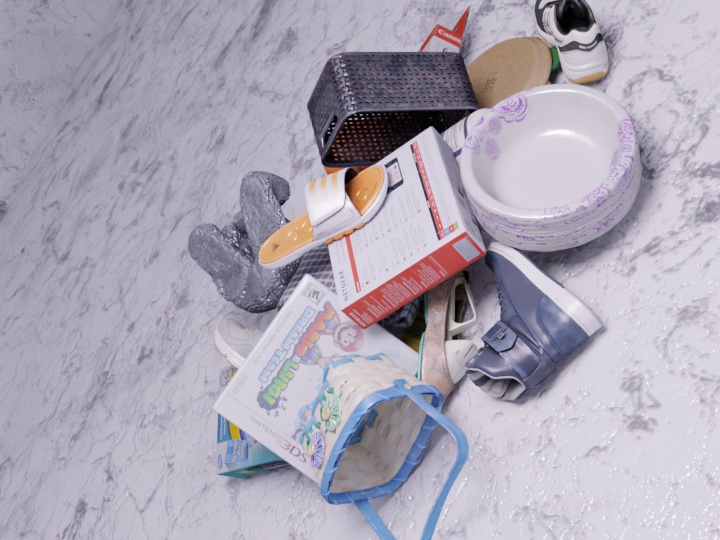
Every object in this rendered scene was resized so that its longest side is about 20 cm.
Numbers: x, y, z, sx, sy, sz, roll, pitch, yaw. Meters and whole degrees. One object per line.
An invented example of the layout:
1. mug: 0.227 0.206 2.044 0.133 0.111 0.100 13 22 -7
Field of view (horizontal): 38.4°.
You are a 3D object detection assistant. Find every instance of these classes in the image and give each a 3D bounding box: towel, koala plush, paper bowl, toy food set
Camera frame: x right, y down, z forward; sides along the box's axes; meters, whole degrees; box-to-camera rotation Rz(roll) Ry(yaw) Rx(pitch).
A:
1. towel: 0.000 0.000 1.351 0.199 0.086 0.166 -5 45 42
2. koala plush: -0.113 -0.016 1.517 0.177 0.200 0.184 -42 64 18
3. towel: 0.059 0.124 1.298 0.086 0.018 0.201 8 66 56
4. paper bowl: 0.220 -0.109 1.187 0.199 0.105 0.202 -10 53 14
5. toy food set: 0.196 -0.248 1.451 0.199 0.049 0.199 -20 44 43

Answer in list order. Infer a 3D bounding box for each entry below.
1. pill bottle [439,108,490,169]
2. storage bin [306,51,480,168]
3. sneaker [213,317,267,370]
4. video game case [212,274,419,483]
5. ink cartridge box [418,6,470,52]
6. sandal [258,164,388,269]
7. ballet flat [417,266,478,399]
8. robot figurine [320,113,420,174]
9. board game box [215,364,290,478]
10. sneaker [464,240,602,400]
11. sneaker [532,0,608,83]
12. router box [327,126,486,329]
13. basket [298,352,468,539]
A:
1. pill bottle: 0.148 -0.141 1.348 0.199 0.111 0.111 -30 38 33
2. storage bin: 0.043 -0.214 1.378 0.135 0.199 0.094 125 135 -57
3. sneaker: -0.112 0.105 1.343 0.200 0.076 0.092 37 97 40
4. video game case: -0.050 0.137 1.257 0.201 0.182 0.024 -55 4 -2
5. ink cartridge box: 0.109 -0.316 1.596 0.109 0.050 0.201 131 159 -58
6. sandal: -0.058 -0.070 1.271 0.206 0.059 0.079 -32 41 20
7. ballet flat: 0.106 0.076 1.233 0.067 0.068 0.201 -6 60 19
8. robot figurine: 0.025 -0.170 1.538 0.199 0.143 0.117 -8 70 50
9. board game box: -0.118 0.189 1.399 0.199 0.047 0.152 -22 61 42
10. sneaker: 0.162 0.057 1.169 0.146 0.077 0.202 -48 33 4
11. sneaker: 0.280 -0.335 1.370 0.075 0.088 0.201 -18 42 1
12. router box: 0.045 -0.055 1.249 0.179 0.049 0.201 -32 41 20
13. basket: 0.027 0.200 1.140 0.200 0.139 0.177 38 119 37
